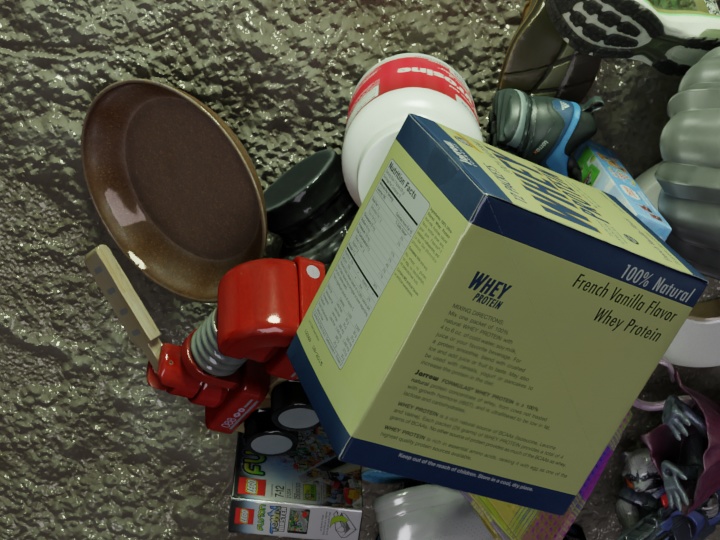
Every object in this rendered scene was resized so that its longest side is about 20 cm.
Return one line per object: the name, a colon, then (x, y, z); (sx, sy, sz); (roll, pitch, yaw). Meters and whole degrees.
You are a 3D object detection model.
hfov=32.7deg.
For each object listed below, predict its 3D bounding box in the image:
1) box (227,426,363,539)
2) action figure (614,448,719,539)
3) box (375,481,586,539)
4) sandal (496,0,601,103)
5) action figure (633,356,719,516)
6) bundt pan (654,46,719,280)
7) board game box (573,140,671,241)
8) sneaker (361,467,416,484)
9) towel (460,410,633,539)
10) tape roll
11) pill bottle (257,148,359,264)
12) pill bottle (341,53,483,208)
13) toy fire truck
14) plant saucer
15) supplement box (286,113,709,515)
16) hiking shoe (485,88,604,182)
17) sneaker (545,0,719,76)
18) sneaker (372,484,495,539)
box: (-0.055, 0.158, 1.074); (0.108, 0.201, 0.035); (6, 116, -5)
action figure: (0.269, 0.264, 1.182); (0.198, 0.104, 0.196); (-17, 109, -34)
box: (0.108, 0.303, 1.224); (0.198, 0.049, 0.161); (20, 108, -10)
sandal: (0.162, -0.215, 1.020); (0.081, 0.055, 0.203); (10, 97, -13)
action figure: (0.350, 0.147, 1.149); (0.198, 0.150, 0.135); (-16, 146, -31)
bundt pan: (0.295, -0.085, 0.981); (0.075, 0.201, 0.204); (9, 118, 36)
board game box: (0.182, -0.010, 1.019); (0.036, 0.200, 0.152); (23, 109, -12)
sneaker: (0.093, 0.151, 1.144); (0.197, 0.076, 0.082); (2, 70, -21)
towel: (0.164, 0.156, 1.114); (0.144, 0.023, 0.200); (51, 59, -19)
tape roll: (0.315, -0.010, 1.114); (0.200, 0.037, 0.205); (-1, 111, -3)
pill bottle: (0.000, 0.000, 1.063); (0.111, 0.112, 0.201); (-33, 110, 10)
pill bottle: (0.041, -0.098, 0.974); (0.111, 0.200, 0.114); (1, 112, 1)
toy fire truck: (-0.114, 0.042, 0.974); (0.198, 0.130, 0.176); (16, 141, -27)
plant saucer: (-0.149, -0.069, 1.027); (0.199, 0.037, 0.203); (19, 127, 28)
supplement box: (0.089, 0.033, 0.853); (0.198, 0.135, 0.201); (18, 110, -29)
hiking shoe: (0.141, -0.065, 1.029); (0.085, 0.075, 0.201); (3, 145, -4)
sneaker: (0.220, -0.220, 0.985); (0.198, 0.090, 0.077); (11, 154, -36)
sneaker: (0.110, 0.236, 1.135); (0.197, 0.075, 0.090); (-7, 74, -19)
